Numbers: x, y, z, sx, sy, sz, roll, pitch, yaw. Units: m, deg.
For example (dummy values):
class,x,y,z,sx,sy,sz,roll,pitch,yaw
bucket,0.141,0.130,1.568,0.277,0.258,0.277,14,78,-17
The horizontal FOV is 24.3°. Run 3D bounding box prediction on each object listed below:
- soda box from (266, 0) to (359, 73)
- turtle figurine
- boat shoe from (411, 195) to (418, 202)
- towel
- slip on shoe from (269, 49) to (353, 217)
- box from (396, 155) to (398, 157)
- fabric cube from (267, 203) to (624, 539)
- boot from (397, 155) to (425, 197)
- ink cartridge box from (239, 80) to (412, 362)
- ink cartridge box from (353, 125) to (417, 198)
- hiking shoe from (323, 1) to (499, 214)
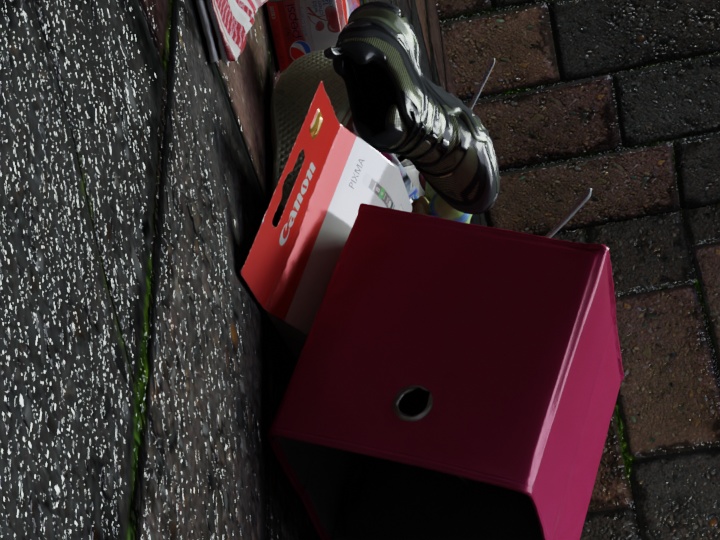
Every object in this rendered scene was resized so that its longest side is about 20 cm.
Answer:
class,x,y,z,sx,sy,sz,roll,pitch,yaw
soda box,-0.039,-0.234,1.537,0.200,0.063,0.070,-74,154,-74
turtle figurine,0.107,-0.045,1.529,0.200,0.144,0.194,-56,178,-24
boat shoe,0.044,-0.027,1.694,0.200,0.069,0.084,54,-13,0
towel,-0.104,-0.245,1.238,0.200,0.023,0.145,-81,159,-67
slip on shoe,-0.037,-0.105,1.373,0.061,0.074,0.201,79,12,-51
box,0.038,-0.036,1.902,0.200,0.048,0.159,-78,158,-69
fabric cube,0.073,0.098,1.225,0.200,0.195,0.200,69,37,-55
boot,0.070,-0.039,1.775,0.199,0.069,0.175,-12,98,-40
ink cartridge box,-0.019,-0.024,1.250,0.200,0.050,0.162,69,40,-66
ink cartridge box,-0.002,-0.116,1.558,0.119,0.042,0.200,50,0,9
hiking shoe,0.036,-0.115,1.363,0.200,0.076,0.101,53,43,-15
